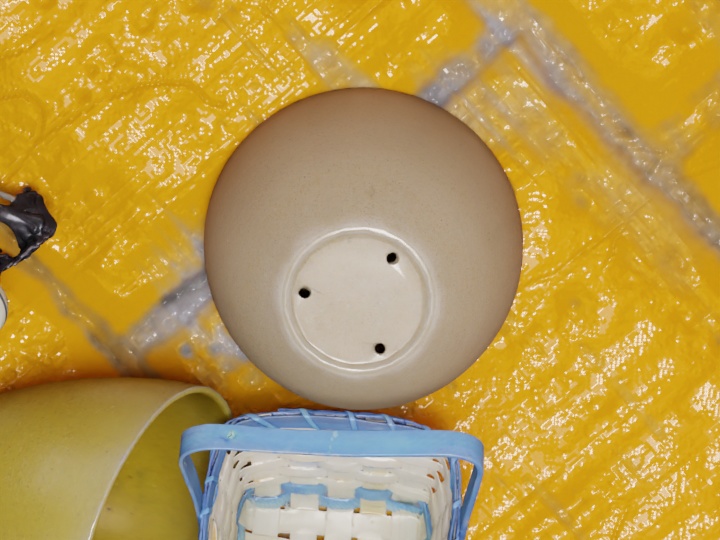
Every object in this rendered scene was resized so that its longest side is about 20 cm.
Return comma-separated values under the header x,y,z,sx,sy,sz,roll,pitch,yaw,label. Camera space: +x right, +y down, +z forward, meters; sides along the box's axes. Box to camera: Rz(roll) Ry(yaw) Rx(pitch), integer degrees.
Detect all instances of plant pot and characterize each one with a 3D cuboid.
x,y,z,sx,sy,sz,roll,pitch,yaw,label
0.000,0.000,1.562,0.200,0.134,0.201,0,104,2,plant pot
-0.184,0.148,1.592,0.142,0.200,0.200,16,106,21,plant pot

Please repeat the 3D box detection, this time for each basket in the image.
x,y,z,sx,sy,sz,roll,pitch,yaw,label
-0.014,0.146,1.566,0.176,0.139,0.200,3,146,4,basket

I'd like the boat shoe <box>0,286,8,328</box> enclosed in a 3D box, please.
x,y,z,sx,sy,sz,roll,pitch,yaw,label
-0.310,0.023,1.539,0.200,0.062,0.075,6,132,-1,boat shoe

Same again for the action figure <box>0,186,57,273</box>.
x,y,z,sx,sy,sz,roll,pitch,yaw,label
-0.279,-0.069,1.568,0.119,0.102,0.200,-40,102,22,action figure
